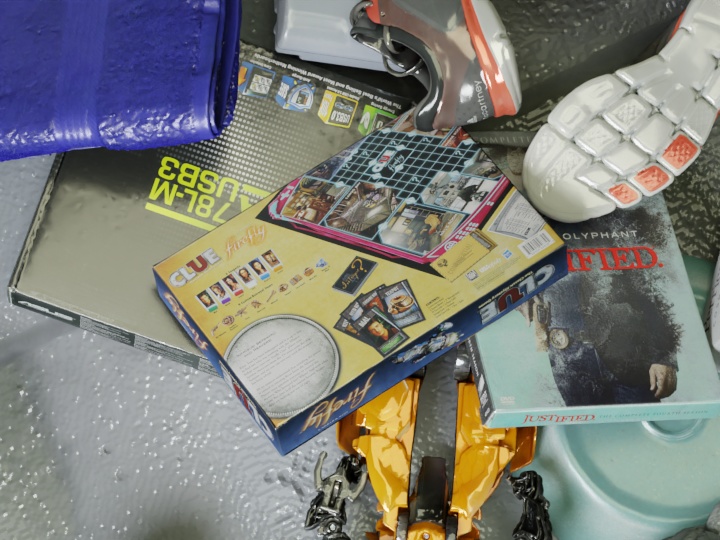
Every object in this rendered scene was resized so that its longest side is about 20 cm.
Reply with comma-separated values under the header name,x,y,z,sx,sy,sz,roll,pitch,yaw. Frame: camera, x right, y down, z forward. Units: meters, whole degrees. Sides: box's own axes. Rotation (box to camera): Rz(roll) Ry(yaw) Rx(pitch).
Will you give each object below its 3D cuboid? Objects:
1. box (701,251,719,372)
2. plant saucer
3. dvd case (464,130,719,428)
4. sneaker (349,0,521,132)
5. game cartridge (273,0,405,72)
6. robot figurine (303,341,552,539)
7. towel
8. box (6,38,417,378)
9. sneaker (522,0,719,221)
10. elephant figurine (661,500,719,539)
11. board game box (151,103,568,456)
name,x,y,z,sx,sy,sz,roll,pitch,yaw
box,0.326,-0.016,1.714,0.199,0.131,0.200,20,68,-6
plant saucer,0.184,0.084,1.747,0.199,0.036,0.201,1,79,-6
dvd case,0.122,0.001,1.713,0.145,0.022,0.201,-1,54,-16
sneaker,0.025,-0.171,1.700,0.082,0.077,0.201,-22,70,-2
game cartridge,0.016,-0.219,1.769,0.133,0.042,0.201,5,72,-12
robot figurine,0.044,0.110,1.709,0.144,0.058,0.201,5,78,4
towel,-0.165,-0.129,1.706,0.199,0.050,0.148,-5,62,18
box,-0.086,-0.040,1.735,0.199,0.048,0.194,20,74,-2
sneaker,0.176,-0.094,1.739,0.200,0.082,0.077,-39,86,-13
elephant figurine,0.203,0.260,1.682,0.200,0.155,0.141,54,35,-5
board game box,0.000,0.000,1.670,0.200,0.035,0.136,-31,60,-13
